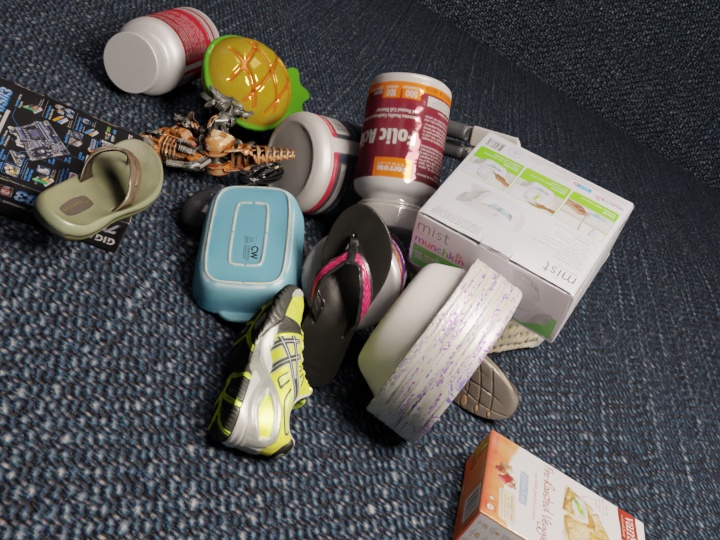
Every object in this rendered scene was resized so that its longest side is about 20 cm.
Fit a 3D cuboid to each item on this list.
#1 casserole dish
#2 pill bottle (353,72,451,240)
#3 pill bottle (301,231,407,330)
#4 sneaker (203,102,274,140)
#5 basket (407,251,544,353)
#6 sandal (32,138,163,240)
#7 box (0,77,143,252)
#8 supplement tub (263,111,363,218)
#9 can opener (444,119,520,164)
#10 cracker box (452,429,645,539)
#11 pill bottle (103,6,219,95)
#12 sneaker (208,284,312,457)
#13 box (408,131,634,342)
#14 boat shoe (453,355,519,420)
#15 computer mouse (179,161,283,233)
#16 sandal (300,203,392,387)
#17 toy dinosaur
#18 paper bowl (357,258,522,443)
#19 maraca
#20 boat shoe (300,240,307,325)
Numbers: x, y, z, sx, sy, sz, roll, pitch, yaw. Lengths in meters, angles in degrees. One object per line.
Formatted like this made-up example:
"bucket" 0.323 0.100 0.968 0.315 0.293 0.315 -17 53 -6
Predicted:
"casserole dish" -0.125 -0.031 0.941 0.120 0.039 0.201 3 50 -2
"pill bottle" 0.052 -0.148 1.099 0.113 0.201 0.114 8 -7 1
"pill bottle" 0.000 0.000 0.995 0.111 0.112 0.200 33 9 2
"sneaker" -0.178 -0.249 1.291 0.115 0.081 0.200 -32 82 -35
"basket" 0.198 -0.013 1.165 0.160 0.199 0.200 -9 49 -47
"sandal" -0.260 -0.094 0.868 0.080 0.057 0.201 32 29 -4
"box" -0.350 -0.125 0.930 0.198 0.050 0.201 20 31 -23
"supplement tub" -0.026 -0.145 1.200 0.199 0.141 0.141 4 39 -42
"can opener" 0.127 -0.178 1.146 0.199 0.054 0.067 23 23 30
"cracker box" 0.199 0.270 0.855 0.199 0.058 0.134 32 28 -2
"pill bottle" -0.296 -0.327 1.242 0.112 0.113 0.200 32 27 0
"sneaker" -0.087 0.099 0.819 0.076 0.075 0.201 34 43 -18
"box" 0.188 -0.045 0.979 0.199 0.097 0.177 30 55 16
"boat shoe" 0.119 0.101 1.028 0.200 0.075 0.073 41 29 13
"computer mouse" -0.160 -0.104 1.063 0.058 0.034 0.200 23 38 16
"sandal" -0.020 0.028 0.869 0.075 0.201 0.045 20 0 5
"toy dinosaur" -0.193 -0.161 1.102 0.199 0.102 0.136 24 33 -11
"paper bowl" 0.074 0.074 0.885 0.104 0.201 0.201 36 28 7
"maraca" -0.147 -0.264 1.206 0.199 0.107 0.138 15 72 -46
"boat shoe" -0.093 0.006 0.971 0.071 0.068 0.201 21 32 -22
